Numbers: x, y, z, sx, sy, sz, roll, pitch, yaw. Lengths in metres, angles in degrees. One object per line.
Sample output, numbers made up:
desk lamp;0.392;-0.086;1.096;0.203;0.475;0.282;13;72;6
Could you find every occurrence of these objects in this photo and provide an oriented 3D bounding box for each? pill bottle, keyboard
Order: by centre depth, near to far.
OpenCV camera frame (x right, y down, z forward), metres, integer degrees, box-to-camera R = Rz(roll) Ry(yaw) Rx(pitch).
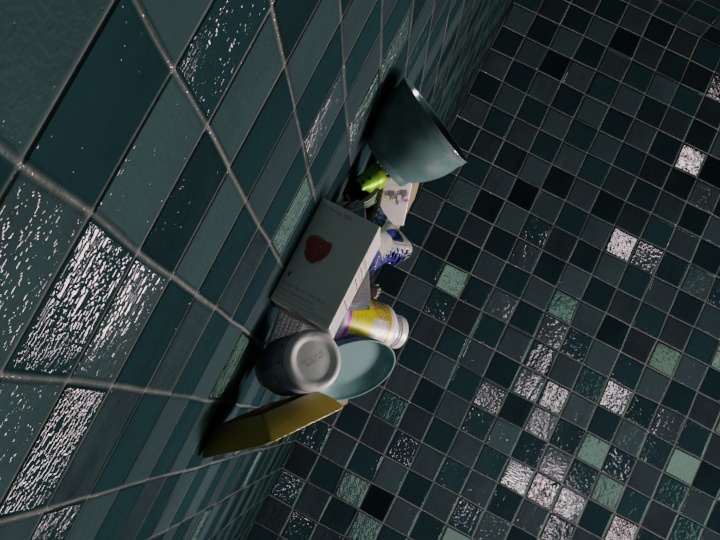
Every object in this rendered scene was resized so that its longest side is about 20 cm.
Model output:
pill bottle;-0.122;0.172;1.530;0.199;0.108;0.110;-21;-144;61
keyboard;-0.133;0.100;1.607;0.011;0.056;0.202;-47;163;-58
pill bottle;0.006;0.110;1.757;0.103;0.198;0.106;-21;-118;45

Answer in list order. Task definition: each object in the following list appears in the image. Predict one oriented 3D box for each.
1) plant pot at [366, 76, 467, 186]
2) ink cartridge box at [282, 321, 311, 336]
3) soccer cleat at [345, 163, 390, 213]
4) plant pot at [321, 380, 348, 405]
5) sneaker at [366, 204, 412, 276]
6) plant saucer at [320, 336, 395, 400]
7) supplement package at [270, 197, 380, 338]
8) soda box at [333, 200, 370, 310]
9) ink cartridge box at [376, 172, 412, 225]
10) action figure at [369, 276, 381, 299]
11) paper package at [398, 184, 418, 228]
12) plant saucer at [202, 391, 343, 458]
plant pot;0.095;-0.248;1.618;0.134;0.201;0.200;-37;-179;14
ink cartridge box;-0.111;0.108;1.666;0.201;0.044;0.094;-51;-179;30
soccer cleat;0.001;-0.160;1.715;0.080;0.068;0.200;-30;172;-19
plant pot;-0.090;0.171;1.849;0.187;0.184;0.203;-26;132;-82
sneaker;0.053;-0.044;1.721;0.081;0.115;0.201;-44;-162;34
plant saucer;-0.026;0.196;1.726;0.202;0.197;0.036;112;-33;-41
supplement package;-0.058;-0.002;1.490;0.202;0.120;0.120;-63;173;-11
soda box;-0.019;-0.027;1.593;0.064;0.067;0.204;97;-11;-76
ink cartridge box;0.072;-0.183;1.877;0.116;0.067;0.203;-94;-168;-56
action figure;0.000;0.000;1.781;0.200;0.100;0.121;67;30;-73
paper package;0.061;-0.157;2.081;0.202;0.102;0.191;-61;175;-20
plant saucer;-0.163;0.269;1.502;0.198;0.049;0.199;-22;177;42
